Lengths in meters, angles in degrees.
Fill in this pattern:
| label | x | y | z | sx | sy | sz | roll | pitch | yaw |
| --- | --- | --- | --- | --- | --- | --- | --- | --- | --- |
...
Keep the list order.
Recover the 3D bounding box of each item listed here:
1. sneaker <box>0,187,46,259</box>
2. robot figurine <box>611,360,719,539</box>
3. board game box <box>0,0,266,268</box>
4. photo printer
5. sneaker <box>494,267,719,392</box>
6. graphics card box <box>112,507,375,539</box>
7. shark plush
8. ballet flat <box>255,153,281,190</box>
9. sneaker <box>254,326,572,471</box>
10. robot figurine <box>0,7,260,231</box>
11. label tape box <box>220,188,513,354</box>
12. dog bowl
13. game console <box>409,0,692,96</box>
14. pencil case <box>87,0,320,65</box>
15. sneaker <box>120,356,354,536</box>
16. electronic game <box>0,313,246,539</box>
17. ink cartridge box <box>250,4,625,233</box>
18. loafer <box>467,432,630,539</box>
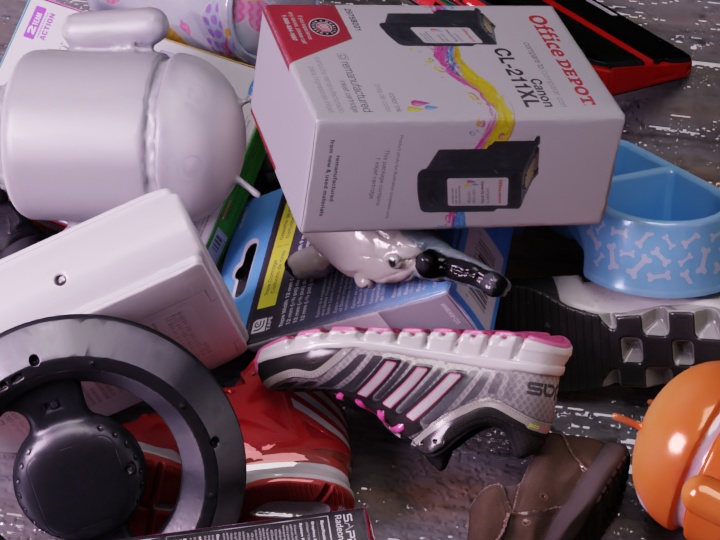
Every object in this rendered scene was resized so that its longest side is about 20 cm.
| label | x | y | z | sx | sy | sz | roll | pitch | yaw |
| --- | --- | --- | --- | --- | --- | --- | --- | --- | --- |
| sneaker | -0.270 | 0.032 | 1.436 | 0.114 | 0.076 | 0.200 | 29 | 62 | 15 |
| robot figurine | 0.252 | 0.128 | 1.327 | 0.199 | 0.117 | 0.144 | 27 | 58 | 20 |
| board game box | -0.169 | -0.093 | 1.522 | 0.199 | 0.040 | 0.154 | 20 | 79 | 16 |
| photo printer | -0.180 | 0.040 | 1.356 | 0.199 | 0.166 | 0.070 | -25 | 66 | -1 |
| sneaker | 0.163 | 0.034 | 1.441 | 0.199 | 0.074 | 0.089 | 8 | 26 | 18 |
| graphics card box | -0.089 | 0.197 | 1.263 | 0.199 | 0.126 | 0.051 | -8 | 58 | -5 |
| shark plush | 0.021 | -0.037 | 1.368 | 0.083 | 0.091 | 0.200 | -24 | 23 | -29 |
| ballet flat | -0.035 | -0.084 | 1.541 | 0.199 | 0.057 | 0.067 | 17 | 51 | 14 |
| sneaker | 0.030 | 0.079 | 1.341 | 0.199 | 0.074 | 0.088 | 1 | 88 | 10 |
| robot figurine | -0.161 | -0.088 | 1.434 | 0.199 | 0.170 | 0.113 | 3 | 10 | 9 |
| label tape box | 0.000 | 0.000 | 1.454 | 0.199 | 0.066 | 0.144 | -16 | 43 | 32 |
| dog bowl | 0.174 | -0.042 | 1.460 | 0.111 | 0.050 | 0.200 | -11 | 27 | -28 |
| game console | 0.129 | -0.186 | 1.598 | 0.200 | 0.031 | 0.177 | 35 | 24 | 24 |
| pencil case | -0.116 | -0.201 | 1.578 | 0.091 | 0.083 | 0.200 | -48 | 37 | -18 |
| sneaker | -0.102 | 0.107 | 1.385 | 0.199 | 0.079 | 0.116 | 10 | 41 | -7 |
| electronic game | -0.167 | 0.122 | 1.295 | 0.199 | 0.201 | 0.042 | -8 | 18 | -6 |
| ink cartridge box | 0.045 | -0.098 | 1.357 | 0.199 | 0.083 | 0.146 | -2 | 36 | -17 |
| loafer | 0.093 | 0.172 | 1.326 | 0.071 | 0.073 | 0.200 | 22 | 44 | 23 |
